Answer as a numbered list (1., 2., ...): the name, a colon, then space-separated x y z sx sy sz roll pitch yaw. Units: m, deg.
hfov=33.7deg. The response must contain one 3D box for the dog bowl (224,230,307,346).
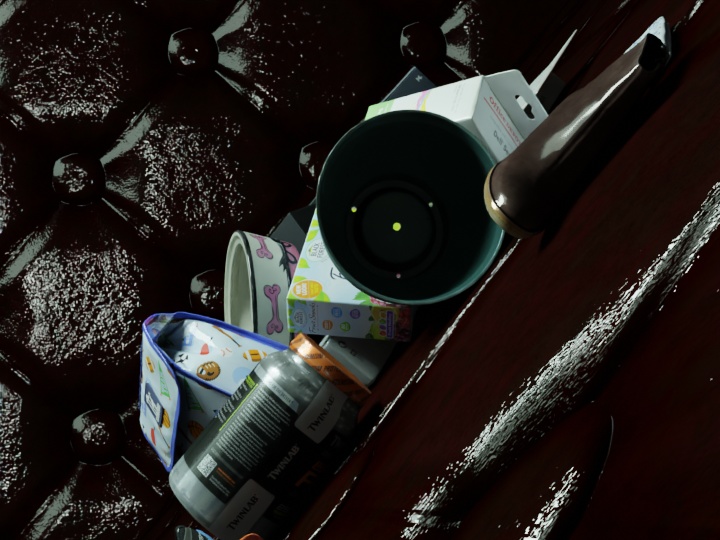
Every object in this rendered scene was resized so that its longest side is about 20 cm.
1. dog bowl: -0.118 0.050 1.479 0.200 0.073 0.203 178 90 -73

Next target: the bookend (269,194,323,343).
1. bookend: -0.073 0.011 1.642 0.199 0.199 0.092 -25 -17 -49

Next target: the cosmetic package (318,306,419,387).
1. cosmetic package: 0.001 0.080 1.429 0.102 0.071 0.200 -49 4 39

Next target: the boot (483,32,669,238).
1. boot: 0.195 -0.127 1.070 0.167 0.072 0.200 -51 -1 38

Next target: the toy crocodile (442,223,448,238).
1. toy crocodile: 0.133 -0.061 1.393 0.201 0.061 0.067 -57 6 -22

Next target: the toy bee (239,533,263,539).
1. toy bee: -0.145 0.297 0.937 0.198 0.110 0.131 -26 -11 -13

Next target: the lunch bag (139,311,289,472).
1. lunch bag: -0.165 0.153 1.353 0.124 0.198 0.171 -51 -21 -47

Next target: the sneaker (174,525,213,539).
1. sneaker: -0.238 0.372 1.327 0.200 0.083 0.071 -52 3 -20

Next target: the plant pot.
1. plant pot: 0.046 -0.055 1.272 0.201 0.200 0.134 -51 -1 -11

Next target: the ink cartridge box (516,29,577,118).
1. ink cartridge box: 0.258 -0.243 1.765 0.176 0.045 0.200 -48 4 46

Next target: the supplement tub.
1. supplement tub: -0.087 0.169 1.189 0.201 0.122 0.123 -51 3 0

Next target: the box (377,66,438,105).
1. box: 0.087 -0.143 1.623 0.104 0.200 0.182 -49 2 -25

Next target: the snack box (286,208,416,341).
1. snack box: 0.000 0.000 1.392 0.201 0.140 0.053 -77 -13 -56

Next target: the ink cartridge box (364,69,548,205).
1. ink cartridge box: 0.109 -0.143 1.327 0.198 0.117 0.068 -10 46 37

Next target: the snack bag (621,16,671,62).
1. snack bag: 0.256 -0.177 1.261 0.200 0.021 0.189 -49 4 25
